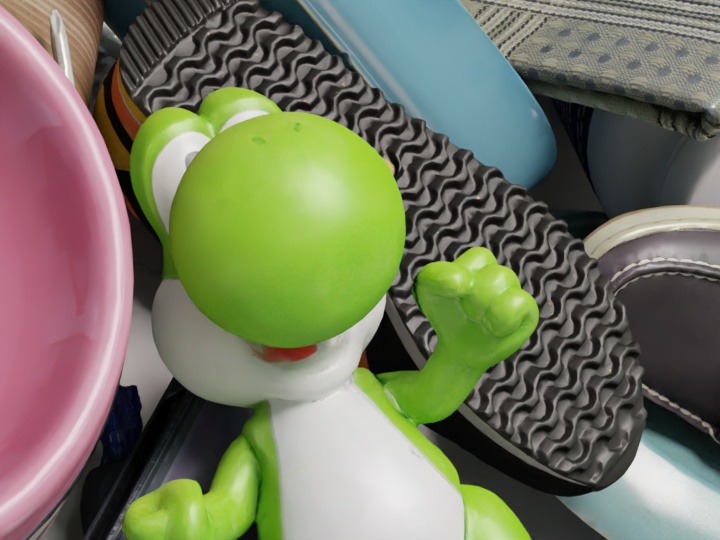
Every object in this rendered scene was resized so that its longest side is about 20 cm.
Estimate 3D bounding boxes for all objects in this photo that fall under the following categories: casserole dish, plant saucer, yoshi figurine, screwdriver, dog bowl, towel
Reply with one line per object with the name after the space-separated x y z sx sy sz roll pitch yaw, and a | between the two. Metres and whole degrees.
-0.024 -0.073 0.817 0.200 0.121 0.039 49 57 -25 | casserole dish
0.120 0.042 0.889 0.200 0.027 0.200 23 31 -15 | plant saucer
-0.005 0.042 0.670 0.112 0.112 0.200 -18 82 -54 | yoshi figurine
-0.071 0.017 0.736 0.028 0.029 0.200 9 71 -51 | screwdriver
-0.145 0.002 0.639 0.200 0.074 0.200 8 72 -27 | dog bowl
0.084 -0.112 0.881 0.200 0.035 0.193 15 44 34 | towel

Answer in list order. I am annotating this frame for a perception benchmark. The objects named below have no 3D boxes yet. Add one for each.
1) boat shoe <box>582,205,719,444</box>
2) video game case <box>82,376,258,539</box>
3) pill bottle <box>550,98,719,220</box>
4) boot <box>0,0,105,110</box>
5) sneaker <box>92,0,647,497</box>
0.155 0.041 0.827 0.200 0.072 0.065 25 25 -24 | boat shoe
-0.023 0.113 0.713 0.143 0.019 0.200 51 35 -19 | video game case
0.127 -0.064 0.916 0.111 0.111 0.200 25 24 -22 | pill bottle
-0.169 -0.068 0.740 0.200 0.074 0.155 27 46 -16 | boot
0.000 0.000 0.796 0.200 0.090 0.070 41 60 -1 | sneaker
